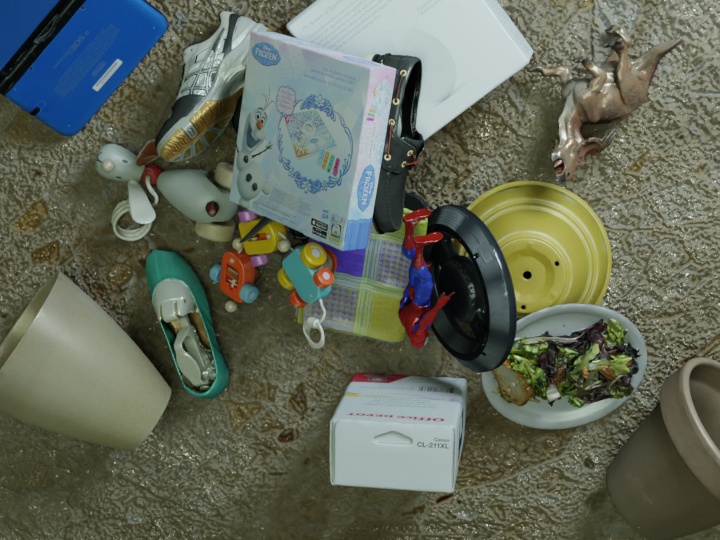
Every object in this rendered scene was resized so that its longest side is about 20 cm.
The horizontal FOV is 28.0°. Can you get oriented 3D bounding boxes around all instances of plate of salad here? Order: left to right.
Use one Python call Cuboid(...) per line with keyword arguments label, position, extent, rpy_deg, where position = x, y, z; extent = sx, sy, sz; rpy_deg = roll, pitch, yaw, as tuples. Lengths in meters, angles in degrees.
Cuboid(label="plate of salad", position=(0.245, 0.123, 1.717), extent=(0.199, 0.048, 0.200), rpy_deg=(-3, 127, -4))

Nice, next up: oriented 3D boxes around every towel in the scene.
Cuboid(label="towel", position=(0.000, 0.000, 1.735), extent=(0.143, 0.023, 0.200), rpy_deg=(15, 127, 4))

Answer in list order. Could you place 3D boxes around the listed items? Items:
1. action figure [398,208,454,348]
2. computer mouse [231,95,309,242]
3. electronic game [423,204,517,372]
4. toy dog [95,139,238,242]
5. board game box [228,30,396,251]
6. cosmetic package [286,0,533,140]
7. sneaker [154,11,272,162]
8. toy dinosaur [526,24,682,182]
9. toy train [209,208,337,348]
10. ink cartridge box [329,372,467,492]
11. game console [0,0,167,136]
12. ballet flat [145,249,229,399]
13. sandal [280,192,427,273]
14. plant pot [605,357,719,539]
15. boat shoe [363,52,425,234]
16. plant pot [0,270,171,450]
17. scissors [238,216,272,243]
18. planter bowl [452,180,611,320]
Cuboid(label="action figure", position=(0.072, 0.021, 1.682), extent=(0.052, 0.065, 0.200), rpy_deg=(-14, 137, -18))
Cuboid(label="computer mouse", position=(-0.067, -0.145, 1.727), extent=(0.140, 0.046, 0.200), rpy_deg=(-28, 90, 13))
Cuboid(label="electronic game", position=(0.122, 0.021, 1.683), extent=(0.042, 0.200, 0.201), rpy_deg=(-15, 101, -25))
Cuboid(label="toy dog", position=(-0.229, -0.095, 1.744), extent=(0.199, 0.096, 0.132), rpy_deg=(-1, 101, 8))
Cuboid(label="board game box", position=(-0.057, -0.146, 1.586), extent=(0.200, 0.043, 0.200), rpy_deg=(25, 113, 42))
Cuboid(label="cosmetic package", position=(0.059, -0.266, 1.653), extent=(0.199, 0.123, 0.200), rpy_deg=(-35, 97, 15))
Cuboid(label="sneaker", position=(-0.187, -0.219, 1.711), extent=(0.088, 0.076, 0.200), rpy_deg=(35, 79, 16))
Cuboid(label="toy dinosaur", position=(0.284, -0.197, 1.664), extent=(0.200, 0.086, 0.136), rpy_deg=(-28, 108, -4))
Cuboid(label="toy train", position=(-0.095, 0.004, 1.729), extent=(0.200, 0.056, 0.151), rpy_deg=(28, 126, 35))
Cuboid(label="ink cartridge box", position=(0.047, 0.189, 1.713), extent=(0.145, 0.200, 0.083), rpy_deg=(3, 102, 7))
Cuboid(label="game console", position=(-0.364, -0.298, 1.760), extent=(0.171, 0.118, 0.200), rpy_deg=(35, 107, -33))
Cuboid(label="ballet flat", position=(-0.217, 0.069, 1.791), extent=(0.067, 0.070, 0.200), rpy_deg=(-20, 98, 12))
Cuboid(label="sandal", position=(-0.006, -0.029, 1.754), extent=(0.200, 0.045, 0.075), rpy_deg=(-26, 97, 12))
Cuboid(label="plant pot", position=(0.389, 0.229, 1.699), extent=(0.200, 0.200, 0.175), rpy_deg=(45, 123, -3))
Cuboid(label="boat shoe", position=(0.036, -0.137, 1.586), extent=(0.063, 0.074, 0.202), rpy_deg=(5, 102, 19))
Cuboid(label="plant pot", position=(-0.342, 0.133, 1.781), extent=(0.200, 0.187, 0.187), rpy_deg=(35, 105, -15))
Cuboid(label="scissors", position=(-0.069, -0.098, 1.660), extent=(0.200, 0.014, 0.073), rpy_deg=(-25, 74, 27))
Cuboid(label="planter bowl", position=(0.199, -0.002, 1.712), extent=(0.200, 0.083, 0.201), rpy_deg=(2, 102, 7))
